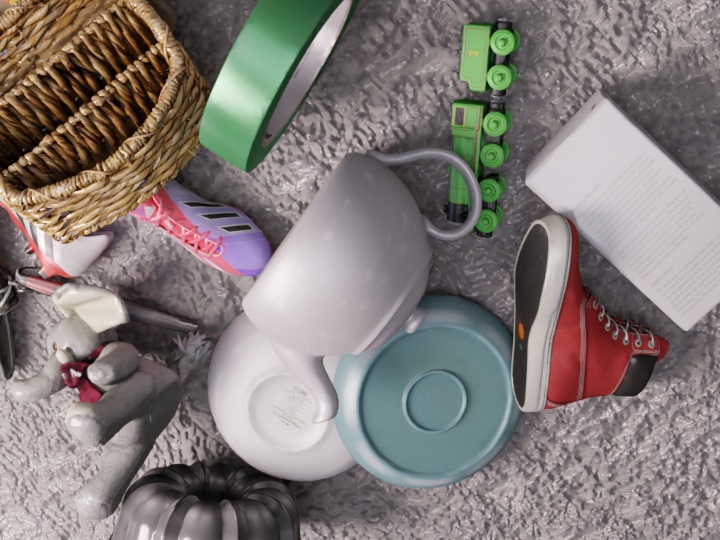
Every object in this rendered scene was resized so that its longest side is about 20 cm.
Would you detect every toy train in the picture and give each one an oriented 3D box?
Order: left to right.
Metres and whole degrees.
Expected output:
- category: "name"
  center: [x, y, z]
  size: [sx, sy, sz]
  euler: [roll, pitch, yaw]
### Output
- category: "toy train"
  center: [0.109, -0.128, 0.861]
  size: [0.056, 0.042, 0.202]
  euler: [9, 109, 17]

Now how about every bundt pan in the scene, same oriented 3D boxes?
- category: "bundt pan"
  center: [-0.151, 0.248, 0.948]
  size: [0.199, 0.202, 0.077]
  euler: [8, 95, 7]

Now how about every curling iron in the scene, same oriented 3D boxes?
- category: "curling iron"
  center: [-0.264, 0.030, 0.974]
  size: [0.198, 0.050, 0.026]
  euler: [15, 101, -2]

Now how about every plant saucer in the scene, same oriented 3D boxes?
- category: "plant saucer"
  center: [0.071, 0.125, 0.920]
  size: [0.198, 0.027, 0.203]
  euler: [-2, 104, -9]

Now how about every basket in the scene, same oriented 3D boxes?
- category: "basket"
  center: [-0.238, -0.139, 0.799]
  size: [0.199, 0.149, 0.143]
  euler: [-39, 54, -5]

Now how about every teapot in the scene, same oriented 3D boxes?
- category: "teapot"
  center: [0.000, 0.000, 0.845]
  size: [0.145, 0.198, 0.200]
  euler: [35, 134, -5]

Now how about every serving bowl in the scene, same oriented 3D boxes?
- category: "serving bowl"
  center: [-0.067, 0.131, 0.958]
  size: [0.198, 0.066, 0.202]
  euler: [3, 107, 8]

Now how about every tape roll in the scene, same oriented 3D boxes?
- category: "tape roll"
  center: [-0.063, -0.179, 0.787]
  size: [0.048, 0.201, 0.201]
  euler: [31, 110, -1]

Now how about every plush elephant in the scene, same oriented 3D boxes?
- category: "plush elephant"
  center: [-0.261, 0.104, 0.923]
  size: [0.154, 0.201, 0.166]
  euler: [25, 142, 14]

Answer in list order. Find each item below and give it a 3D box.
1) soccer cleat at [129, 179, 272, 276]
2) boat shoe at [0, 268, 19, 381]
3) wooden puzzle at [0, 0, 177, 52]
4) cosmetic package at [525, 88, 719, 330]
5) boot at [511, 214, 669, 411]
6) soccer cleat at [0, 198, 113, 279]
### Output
- category: "soccer cleat"
  center: [-0.177, -0.053, 0.912]
  size: [0.199, 0.077, 0.067]
  euler: [37, 112, -1]
- category: "boat shoe"
  center: [-0.392, 0.026, 0.986]
  size: [0.070, 0.072, 0.202]
  euler: [6, 119, -1]
- category: "wooden puzzle"
  center: [-0.298, -0.217, 0.897]
  size: [0.185, 0.046, 0.201]
  euler: [36, 110, -3]
- category: "cosmetic package"
  center: [0.253, -0.055, 0.842]
  size: [0.200, 0.071, 0.101]
  euler: [42, 110, -5]
- category: "boot"
  center: [0.216, 0.036, 0.860]
  size: [0.143, 0.073, 0.202]
  euler: [-6, 122, -6]
- category: "soccer cleat"
  center: [-0.330, -0.084, 0.938]
  size: [0.085, 0.069, 0.201]
  euler: [-34, 100, 6]
